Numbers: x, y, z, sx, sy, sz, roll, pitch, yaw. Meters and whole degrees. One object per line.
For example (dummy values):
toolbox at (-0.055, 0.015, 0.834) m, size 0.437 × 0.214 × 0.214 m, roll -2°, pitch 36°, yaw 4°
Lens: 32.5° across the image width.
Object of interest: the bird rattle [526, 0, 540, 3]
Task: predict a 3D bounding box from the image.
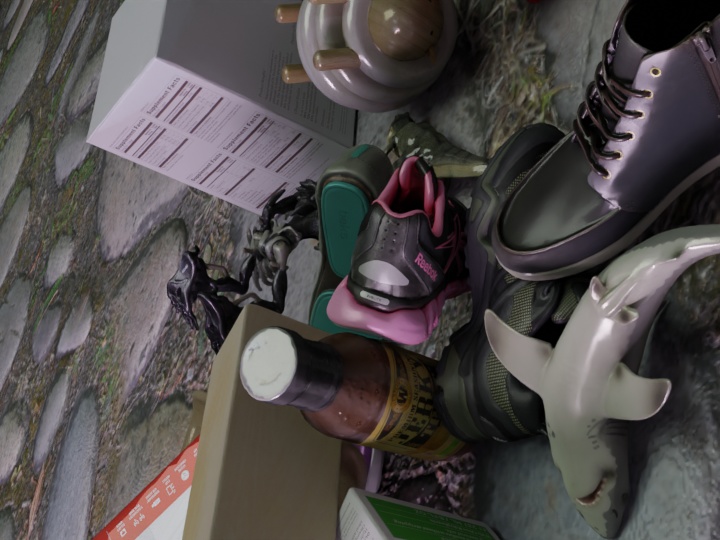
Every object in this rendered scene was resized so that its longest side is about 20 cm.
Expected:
bird rattle at (0.084, -0.297, 0.891) m, size 0.201 × 0.111 × 0.165 m, roll -90°, pitch 2°, yaw -49°

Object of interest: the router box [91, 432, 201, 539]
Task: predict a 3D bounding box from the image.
router box at (-0.114, 0.232, 0.800) m, size 0.200 × 0.049 × 0.180 m, roll -44°, pitch 51°, yaw 9°

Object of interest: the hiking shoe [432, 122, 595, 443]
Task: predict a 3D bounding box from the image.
hiking shoe at (0.113, 0.008, 0.736) m, size 0.100 × 0.075 × 0.203 m, roll 1°, pitch 74°, yaw 44°

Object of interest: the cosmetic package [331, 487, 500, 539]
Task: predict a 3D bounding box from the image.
cosmetic package at (0.053, 0.209, 0.650) m, size 0.086 × 0.106 × 0.200 m, roll -65°, pitch 28°, yaw 9°

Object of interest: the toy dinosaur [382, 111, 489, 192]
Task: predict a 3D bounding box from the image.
toy dinosaur at (0.048, -0.068, 0.921) m, size 0.089 × 0.047 × 0.200 m, roll -61°, pitch 31°, yaw 2°

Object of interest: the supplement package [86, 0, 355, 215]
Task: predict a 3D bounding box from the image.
supplement package at (-0.122, -0.175, 1.137) m, size 0.150 × 0.198 × 0.154 m, roll -35°, pitch 42°, yaw 47°

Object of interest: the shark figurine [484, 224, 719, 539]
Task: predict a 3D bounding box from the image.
shark figurine at (0.153, 0.022, 0.636) m, size 0.128 × 0.089 × 0.216 m, roll 49°, pitch 130°, yaw 23°

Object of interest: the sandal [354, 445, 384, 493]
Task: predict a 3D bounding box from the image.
sandal at (-0.040, 0.193, 0.895) m, size 0.205 × 0.049 × 0.082 m, roll -66°, pitch 28°, yaw 6°

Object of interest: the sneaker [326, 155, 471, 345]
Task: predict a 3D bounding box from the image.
sneaker at (0.039, -0.028, 0.778) m, size 0.200 × 0.078 × 0.097 m, roll -52°, pitch -29°, yaw -67°

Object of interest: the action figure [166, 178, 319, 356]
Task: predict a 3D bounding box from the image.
action figure at (-0.054, -0.005, 0.986) m, size 0.118 × 0.199 × 0.103 m, roll 34°, pitch 142°, yaw 38°

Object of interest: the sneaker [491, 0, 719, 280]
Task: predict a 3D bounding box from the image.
sneaker at (0.131, -0.079, 0.646) m, size 0.199 × 0.106 × 0.075 m, roll -38°, pitch 49°, yaw 20°

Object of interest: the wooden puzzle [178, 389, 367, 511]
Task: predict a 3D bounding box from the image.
wooden puzzle at (-0.078, 0.202, 0.867) m, size 0.184 × 0.046 × 0.203 m, roll 11°, pitch 85°, yaw 45°

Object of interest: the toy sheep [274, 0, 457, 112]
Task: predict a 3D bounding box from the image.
toy sheep at (0.007, -0.190, 0.987) m, size 0.140 × 0.136 × 0.200 m, roll -69°, pitch 21°, yaw -1°

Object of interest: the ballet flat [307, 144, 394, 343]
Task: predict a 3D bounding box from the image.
ballet flat at (0.000, 0.000, 0.910) m, size 0.064 × 0.066 × 0.202 m, roll -55°, pitch -25°, yaw -50°

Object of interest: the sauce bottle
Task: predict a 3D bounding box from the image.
sauce bottle at (0.005, 0.073, 0.731) m, size 0.064 × 0.199 × 0.066 m, roll -9°, pitch 73°, yaw 33°

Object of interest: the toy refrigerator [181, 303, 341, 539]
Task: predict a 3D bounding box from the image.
toy refrigerator at (-0.058, 0.122, 0.746) m, size 0.070 × 0.075 × 0.202 m, roll -57°, pitch 20°, yaw 38°
